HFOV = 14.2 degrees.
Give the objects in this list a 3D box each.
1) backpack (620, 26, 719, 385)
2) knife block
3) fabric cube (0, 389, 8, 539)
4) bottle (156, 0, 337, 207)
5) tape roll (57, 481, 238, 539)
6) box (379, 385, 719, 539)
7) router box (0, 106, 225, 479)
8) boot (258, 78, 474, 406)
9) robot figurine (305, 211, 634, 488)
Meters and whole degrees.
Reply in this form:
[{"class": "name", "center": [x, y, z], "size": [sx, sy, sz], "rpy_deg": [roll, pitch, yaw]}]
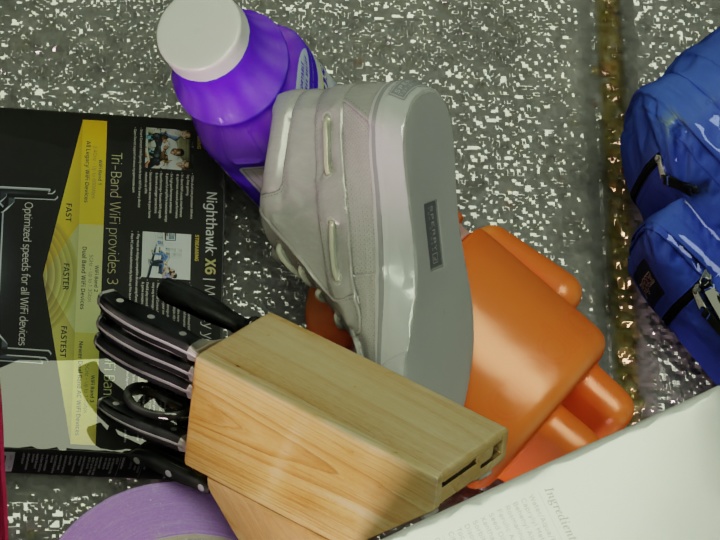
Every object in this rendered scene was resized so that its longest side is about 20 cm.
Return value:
[{"class": "backpack", "center": [0.229, -0.036, 1.619], "size": [0.168, 0.163, 0.200], "rpy_deg": [-34, 81, -15]}, {"class": "knife block", "center": [-0.044, 0.061, 1.473], "size": [0.064, 0.200, 0.176], "rpy_deg": [-32, 93, -46]}, {"class": "fabric cube", "center": [-0.272, 0.094, 1.380], "size": [0.200, 0.199, 0.196], "rpy_deg": [-4, 72, -5]}, {"class": "bottle", "center": [-0.054, -0.092, 1.571], "size": [0.065, 0.200, 0.084], "rpy_deg": [-3, 69, 17]}, {"class": "tape roll", "center": [-0.086, 0.212, 1.499], "size": [0.200, 0.066, 0.200], "rpy_deg": [14, 53, -19]}, {"class": "box", "center": [0.101, 0.156, 1.452], "size": [0.200, 0.152, 0.106], "rpy_deg": [-23, 81, -13]}, {"class": "router box", "center": [-0.156, 0.012, 1.597], "size": [0.157, 0.052, 0.200], "rpy_deg": [4, 71, -8]}, {"class": "boot", "center": [0.000, 0.000, 1.512], "size": [0.096, 0.074, 0.200], "rpy_deg": [2, 97, 33]}, {"class": "robot figurine", "center": [0.054, 0.039, 1.591], "size": [0.200, 0.117, 0.144], "rpy_deg": [40, 87, 4]}]
